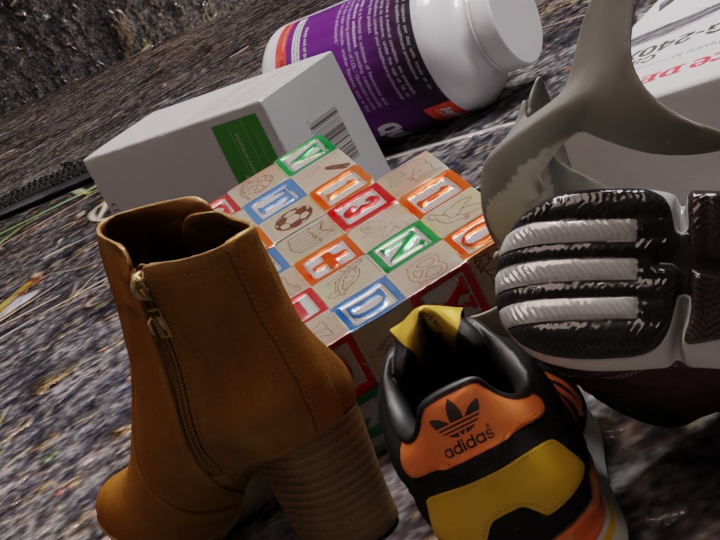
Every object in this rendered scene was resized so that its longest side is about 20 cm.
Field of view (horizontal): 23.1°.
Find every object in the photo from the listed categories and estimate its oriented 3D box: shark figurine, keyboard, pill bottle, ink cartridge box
[{"bbox_3d":[0.074,-0.040,0.630,0.128,0.090,0.215,-8,-25,15],"label":"shark figurine"},{"bbox_3d":[-0.320,-0.111,1.962,0.200,0.021,0.127,-20,16,23],"label":"keyboard"},{"bbox_3d":[0.032,-0.159,1.313,0.200,0.113,0.112,-17,17,33],"label":"pill bottle"},{"bbox_3d":[0.186,-0.085,0.764,0.145,0.084,0.200,-16,20,40],"label":"ink cartridge box"}]

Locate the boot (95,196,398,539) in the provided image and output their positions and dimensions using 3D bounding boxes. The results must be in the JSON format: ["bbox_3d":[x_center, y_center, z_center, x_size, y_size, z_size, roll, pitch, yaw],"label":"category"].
[{"bbox_3d":[-0.073,0.042,0.719,0.071,0.144,0.201,-36,16,-35],"label":"boot"}]

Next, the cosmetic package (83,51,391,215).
[{"bbox_3d":[-0.085,-0.068,1.212,0.200,0.108,0.085,-14,19,45],"label":"cosmetic package"}]

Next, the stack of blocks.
[{"bbox_3d":[0.000,0.000,0.823,0.115,0.059,0.200,-32,27,-7],"label":"stack of blocks"}]

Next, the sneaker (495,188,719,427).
[{"bbox_3d":[0.149,0.015,0.576,0.199,0.076,0.116,4,-18,13],"label":"sneaker"}]

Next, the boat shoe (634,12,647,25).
[{"bbox_3d":[0.163,-0.111,0.995,0.072,0.068,0.200,-14,19,41],"label":"boat shoe"}]

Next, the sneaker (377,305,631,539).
[{"bbox_3d":[0.041,0.044,0.618,0.070,0.090,0.200,-26,14,3],"label":"sneaker"}]
